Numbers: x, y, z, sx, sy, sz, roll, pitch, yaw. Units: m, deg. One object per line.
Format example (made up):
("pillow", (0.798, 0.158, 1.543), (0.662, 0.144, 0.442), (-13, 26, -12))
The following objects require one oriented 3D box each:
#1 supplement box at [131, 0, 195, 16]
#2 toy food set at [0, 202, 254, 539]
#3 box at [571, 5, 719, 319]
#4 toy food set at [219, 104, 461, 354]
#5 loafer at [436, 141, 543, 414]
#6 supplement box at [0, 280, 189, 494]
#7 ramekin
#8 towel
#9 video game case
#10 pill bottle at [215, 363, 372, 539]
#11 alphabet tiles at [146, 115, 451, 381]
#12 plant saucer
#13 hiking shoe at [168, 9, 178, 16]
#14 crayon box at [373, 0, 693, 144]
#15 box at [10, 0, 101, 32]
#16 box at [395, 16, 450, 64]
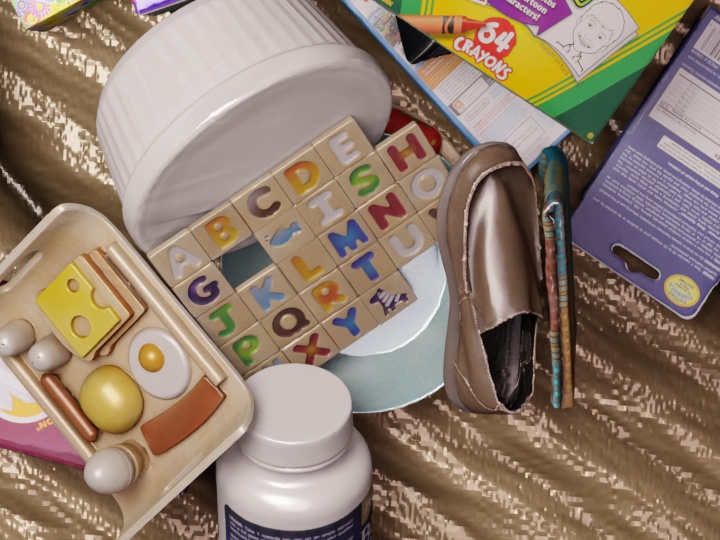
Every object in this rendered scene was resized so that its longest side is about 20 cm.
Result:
("supplement box", (-0.132, -0.278, 1.587), (0.103, 0.101, 0.201), (-19, 95, 2))
("toy food set", (-0.180, 0.071, 1.630), (0.200, 0.060, 0.143), (50, 118, 6))
("box", (0.248, -0.078, 1.758), (0.121, 0.032, 0.200), (34, 94, -2))
("toy food set", (-0.008, -0.026, 1.754), (0.197, 0.049, 0.201), (-3, 95, 0))
("loafer", (0.101, 0.010, 1.649), (0.073, 0.071, 0.201), (-15, 113, -28))
("supplement box", (-0.206, 0.081, 1.741), (0.199, 0.086, 0.111), (15, 94, -2))
("ramekin", (-0.086, -0.104, 1.603), (0.202, 0.202, 0.094), (-35, 67, 2))
("towel", (0.136, 0.001, 1.655), (0.022, 0.200, 0.147), (-3, 103, 6))
("video game case", (0.095, -0.183, 1.758), (0.143, 0.018, 0.200), (-43, 93, 3))
("pill bottle", (-0.046, 0.166, 1.692), (0.110, 0.111, 0.201), (0, 130, 0))
("alphabet tiles", (-0.023, -0.013, 1.639), (0.200, 0.008, 0.167), (-34, 131, 2))
("plant saucer", (0.000, 0.000, 1.712), (0.200, 0.039, 0.202), (0, 95, 0))
("hiking shoe", (-0.106, -0.131, 1.732), (0.086, 0.074, 0.201), (5, 116, -37))
("crayon box", (0.119, -0.210, 1.576), (0.200, 0.058, 0.173), (31, 102, -20))
("box", (-0.188, -0.300, 1.697), (0.199, 0.122, 0.193), (-28, 95, 2))
("box", (0.111, -0.269, 1.684), (0.196, 0.124, 0.201), (-14, 90, -8))
